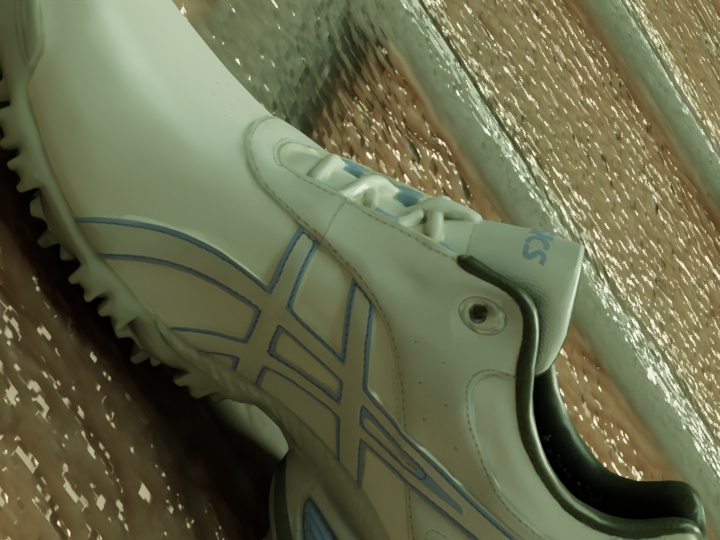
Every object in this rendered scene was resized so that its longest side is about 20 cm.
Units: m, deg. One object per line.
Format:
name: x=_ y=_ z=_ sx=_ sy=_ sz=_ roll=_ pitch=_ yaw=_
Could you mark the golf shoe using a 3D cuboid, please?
golf shoe: x=0.000 y=0.000 z=0.514 sx=0.200 sy=0.097 sz=0.078 roll=56 pitch=24 yaw=-10
